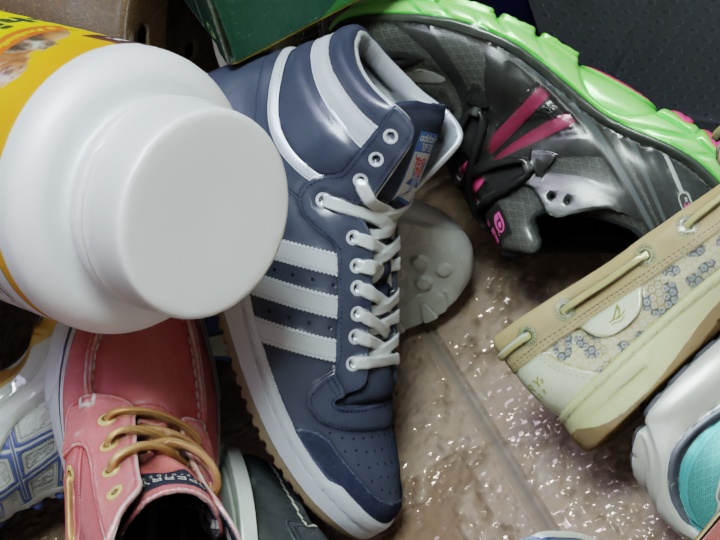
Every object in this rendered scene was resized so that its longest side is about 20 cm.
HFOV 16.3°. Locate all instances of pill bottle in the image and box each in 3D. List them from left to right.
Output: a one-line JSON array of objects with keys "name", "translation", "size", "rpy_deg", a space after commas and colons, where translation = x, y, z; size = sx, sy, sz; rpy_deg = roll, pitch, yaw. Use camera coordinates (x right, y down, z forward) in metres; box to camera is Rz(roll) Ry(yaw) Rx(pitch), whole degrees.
[{"name": "pill bottle", "translation": [-0.119, -0.040, 0.964], "size": [0.200, 0.109, 0.109], "rpy_deg": [17, 63, 47]}]

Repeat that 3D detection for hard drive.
[{"name": "hard drive", "translation": [0.167, -0.103, 1.020], "size": [0.200, 0.135, 0.042], "rpy_deg": [2, 38, 34]}]

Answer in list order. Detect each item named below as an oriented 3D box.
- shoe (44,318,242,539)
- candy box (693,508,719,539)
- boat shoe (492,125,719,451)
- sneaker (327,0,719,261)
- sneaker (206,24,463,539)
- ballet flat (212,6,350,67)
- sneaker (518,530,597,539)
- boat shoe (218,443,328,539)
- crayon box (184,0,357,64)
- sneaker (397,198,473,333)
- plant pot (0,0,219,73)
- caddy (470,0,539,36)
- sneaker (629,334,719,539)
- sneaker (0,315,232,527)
[{"name": "shoe", "translation": [-0.077, 0.079, 0.958], "size": [0.091, 0.071, 0.200], "rpy_deg": [140, 134, -61]}, {"name": "candy box", "translation": [0.145, 0.086, 0.808], "size": [0.055, 0.200, 0.115], "rpy_deg": [40, 93, 11]}, {"name": "boat shoe", "translation": [0.138, -0.020, 0.963], "size": [0.063, 0.073, 0.200], "rpy_deg": [44, 92, 10]}, {"name": "sneaker", "translation": [0.066, -0.050, 1.034], "size": [0.200, 0.077, 0.084], "rpy_deg": [30, 82, 16]}, {"name": "sneaker", "translation": [0.000, 0.000, 0.998], "size": [0.108, 0.070, 0.200], "rpy_deg": [-23, 84, 20]}, {"name": "ballet flat", "translation": [-0.030, -0.148, 1.107], "size": [0.072, 0.072, 0.201], "rpy_deg": [2, 78, 29]}, {"name": "sneaker", "translation": [0.070, 0.168, 0.812], "size": [0.080, 0.199, 0.115], "rpy_deg": [-22, 58, 6]}, {"name": "boat shoe", "translation": [-0.025, 0.141, 0.967], "size": [0.060, 0.076, 0.200], "rpy_deg": [6, 35, -15]}, {"name": "crayon box", "translation": [0.002, -0.180, 1.039], "size": [0.200, 0.052, 0.126], "rpy_deg": [-28, 48, -10]}, {"name": "sneaker", "translation": [-0.043, -0.017, 1.103], "size": [0.200, 0.076, 0.081], "rpy_deg": [2, 31, 21]}, {"name": "plant pot", "translation": [-0.146, -0.142, 1.183], "size": [0.198, 0.200, 0.200], "rpy_deg": [14, 61, 28]}, {"name": "caddy", "translation": [0.063, -0.183, 1.155], "size": [0.141, 0.105, 0.200], "rpy_deg": [-26, 46, 8]}, {"name": "sneaker", "translation": [0.193, 0.033, 0.947], "size": [0.200, 0.078, 0.080], "rpy_deg": [-45, 65, -5]}, {"name": "sneaker", "translation": [-0.124, 0.072, 1.066], "size": [0.200, 0.088, 0.075], "rpy_deg": [-49, 13, 14]}]
